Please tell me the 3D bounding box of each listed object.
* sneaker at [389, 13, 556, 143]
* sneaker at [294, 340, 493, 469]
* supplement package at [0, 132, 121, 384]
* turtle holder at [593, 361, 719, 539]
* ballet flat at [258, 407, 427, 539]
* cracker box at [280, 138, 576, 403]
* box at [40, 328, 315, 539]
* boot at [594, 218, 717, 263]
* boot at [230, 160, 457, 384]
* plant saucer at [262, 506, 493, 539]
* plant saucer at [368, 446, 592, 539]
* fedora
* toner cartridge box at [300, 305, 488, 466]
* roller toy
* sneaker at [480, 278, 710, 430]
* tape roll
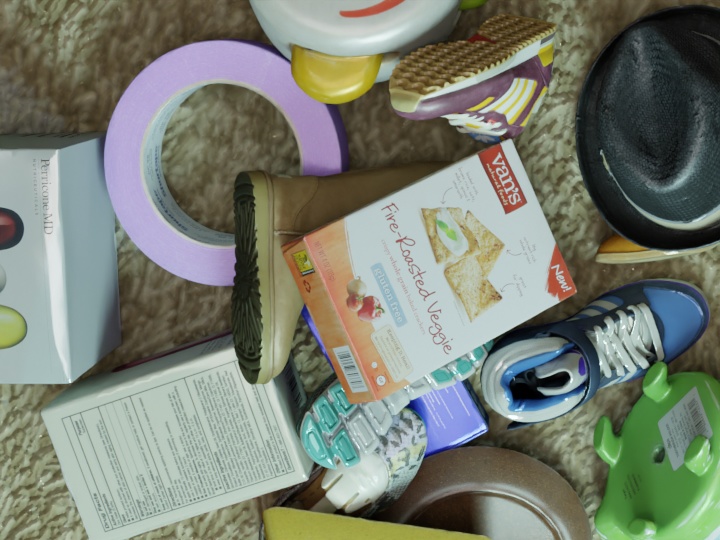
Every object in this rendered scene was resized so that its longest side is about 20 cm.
[{"bbox_3d":[0.093,-0.133,1.111,0.074,0.199,0.091,19,122,34],"label":"sneaker"},{"bbox_3d":[0.022,0.080,1.167,0.199,0.091,0.078,-34,99,-17],"label":"sneaker"},{"bbox_3d":[-0.318,-0.014,1.192,0.198,0.147,0.193,-1,100,7],"label":"supplement package"},{"bbox_3d":[0.273,0.178,1.172,0.131,0.141,0.187,18,99,-25],"label":"turtle holder"},{"bbox_3d":[-0.019,0.192,1.210,0.072,0.072,0.200,43,119,-3],"label":"ballet flat"},{"bbox_3d":[0.055,-0.001,1.107,0.199,0.058,0.135,-27,94,-25],"label":"cracker box"},{"bbox_3d":[-0.148,0.134,1.220,0.198,0.109,0.129,-18,98,9],"label":"box"},{"bbox_3d":[0.277,-0.089,1.169,0.199,0.071,0.146,-13,87,15],"label":"boot"},{"bbox_3d":[0.000,0.000,1.146,0.198,0.066,0.177,-1,97,-25],"label":"boot"},{"bbox_3d":[0.014,0.292,1.205,0.198,0.049,0.201,6,132,10],"label":"plant saucer"},{"bbox_3d":[0.102,0.247,1.232,0.198,0.035,0.202,0,113,1],"label":"plant saucer"},{"bbox_3d":[0.238,-0.119,1.106,0.199,0.091,0.203,-6,77,28],"label":"fedora"},{"bbox_3d":[0.023,0.067,1.225,0.094,0.043,0.201,-28,96,8],"label":"toner cartridge box"},{"bbox_3d":[-0.006,-0.244,1.106,0.200,0.140,0.183,-40,84,-1],"label":"roller toy"},{"bbox_3d":[0.193,0.071,1.156,0.198,0.146,0.081,-16,98,8],"label":"sneaker"},{"bbox_3d":[-0.110,-0.092,1.200,0.198,0.066,0.202,1,100,5],"label":"tape roll"}]
